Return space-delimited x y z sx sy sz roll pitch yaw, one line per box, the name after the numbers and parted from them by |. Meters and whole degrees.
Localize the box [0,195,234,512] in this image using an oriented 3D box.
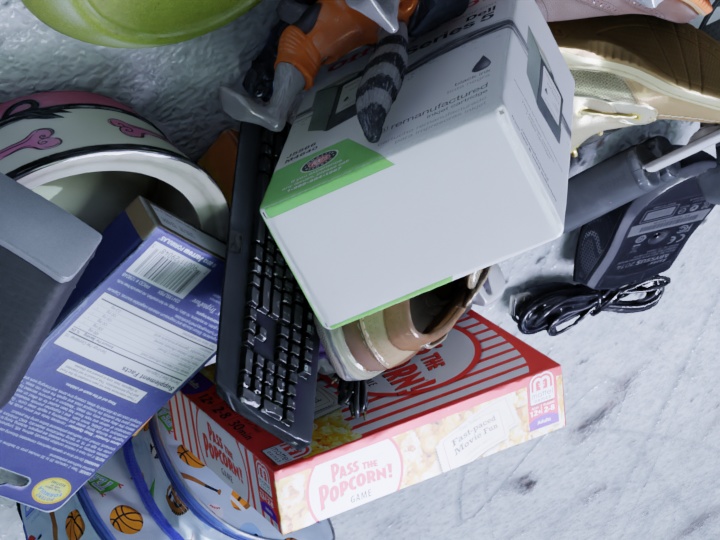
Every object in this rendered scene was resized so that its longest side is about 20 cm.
-0.152 0.052 1.223 0.200 0.032 0.121 -44 143 12 | box

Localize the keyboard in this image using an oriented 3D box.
-0.031 0.010 1.231 0.021 0.201 0.127 -21 140 34 | keyboard

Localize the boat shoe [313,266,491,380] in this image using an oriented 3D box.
0.047 -0.005 1.253 0.071 0.200 0.076 -15 117 36 | boat shoe

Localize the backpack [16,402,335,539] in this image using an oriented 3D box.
-0.123 0.170 1.412 0.189 0.200 0.155 7 124 -38 | backpack

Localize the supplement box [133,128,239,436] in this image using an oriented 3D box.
-0.111 0.010 1.322 0.200 0.069 0.066 -46 144 20 | supplement box

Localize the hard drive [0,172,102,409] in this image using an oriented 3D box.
-0.248 -0.010 1.098 0.199 0.042 0.135 27 120 -12 | hard drive

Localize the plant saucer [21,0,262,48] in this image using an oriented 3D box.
-0.090 -0.188 1.123 0.199 0.031 0.201 -23 146 -17 | plant saucer

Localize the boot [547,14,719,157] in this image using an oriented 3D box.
0.137 -0.092 1.372 0.198 0.073 0.156 8 133 -18 | boot

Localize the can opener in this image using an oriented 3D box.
0.196 -0.053 1.442 0.199 0.067 0.053 -28 176 43 | can opener

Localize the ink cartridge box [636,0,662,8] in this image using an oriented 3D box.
0.190 -0.277 1.174 0.199 0.084 0.176 -35 129 -14 | ink cartridge box

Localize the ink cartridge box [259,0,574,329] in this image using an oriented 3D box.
0.038 -0.070 1.193 0.145 0.200 0.084 -23 112 17 | ink cartridge box

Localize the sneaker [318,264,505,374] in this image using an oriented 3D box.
0.000 0.000 1.327 0.199 0.080 0.089 -24 117 -32 | sneaker

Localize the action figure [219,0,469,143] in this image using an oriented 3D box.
0.001 -0.132 1.184 0.200 0.104 0.194 -53 176 40 | action figure

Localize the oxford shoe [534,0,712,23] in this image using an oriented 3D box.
0.135 -0.184 1.301 0.199 0.072 0.073 18 125 -39 | oxford shoe

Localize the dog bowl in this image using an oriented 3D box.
-0.177 -0.016 1.215 0.199 0.074 0.201 -21 143 -17 | dog bowl

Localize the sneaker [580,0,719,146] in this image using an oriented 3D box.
0.220 -0.136 1.410 0.199 0.091 0.067 -36 146 1 | sneaker

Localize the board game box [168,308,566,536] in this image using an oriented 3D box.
0.002 0.081 1.314 0.199 0.151 0.047 -19 117 -25 | board game box

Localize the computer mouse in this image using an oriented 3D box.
0.193 -0.032 1.561 0.138 0.053 0.200 -9 149 -30 | computer mouse
